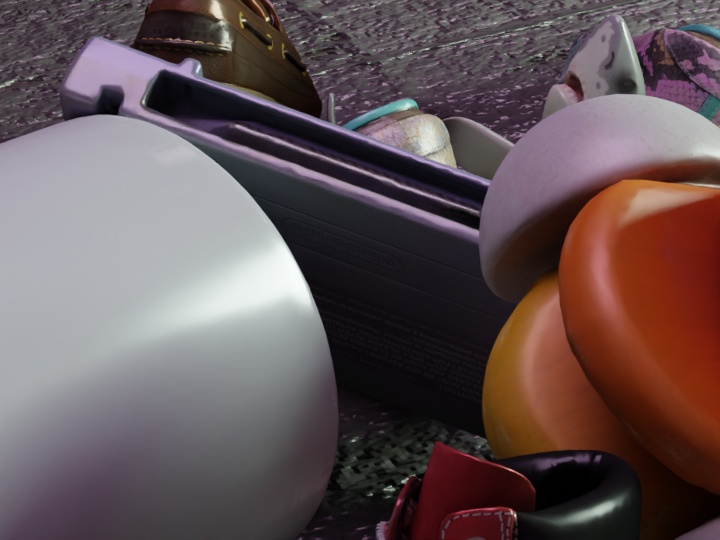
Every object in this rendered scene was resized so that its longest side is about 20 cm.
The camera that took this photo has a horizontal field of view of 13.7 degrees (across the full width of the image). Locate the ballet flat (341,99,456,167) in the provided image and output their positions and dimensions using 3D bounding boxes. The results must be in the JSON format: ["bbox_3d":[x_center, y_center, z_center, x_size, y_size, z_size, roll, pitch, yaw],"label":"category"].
[{"bbox_3d":[0.000,0.000,1.096,0.068,0.067,0.200,-27,-9,-13],"label":"ballet flat"}]

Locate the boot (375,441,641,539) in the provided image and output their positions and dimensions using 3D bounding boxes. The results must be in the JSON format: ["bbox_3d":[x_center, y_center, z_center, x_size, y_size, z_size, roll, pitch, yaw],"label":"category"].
[{"bbox_3d":[-0.001,0.122,0.716,0.072,0.144,0.200,16,33,42],"label":"boot"}]

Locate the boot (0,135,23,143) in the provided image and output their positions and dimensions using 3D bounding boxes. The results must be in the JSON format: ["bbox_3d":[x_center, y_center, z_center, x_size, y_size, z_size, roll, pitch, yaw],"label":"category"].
[{"bbox_3d":[-0.123,-0.016,1.213,0.174,0.069,0.200,7,16,33],"label":"boot"}]

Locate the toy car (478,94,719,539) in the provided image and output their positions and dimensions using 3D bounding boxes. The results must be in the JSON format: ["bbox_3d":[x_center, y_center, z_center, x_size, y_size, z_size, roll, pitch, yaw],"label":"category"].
[{"bbox_3d":[0.137,0.009,0.823,0.200,0.150,0.175,-12,64,-20],"label":"toy car"}]

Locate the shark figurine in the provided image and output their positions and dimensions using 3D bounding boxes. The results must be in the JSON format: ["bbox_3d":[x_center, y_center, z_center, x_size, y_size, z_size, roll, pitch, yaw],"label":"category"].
[{"bbox_3d":[0.066,-0.018,1.149,0.089,0.128,0.214,-4,-4,-28],"label":"shark figurine"}]

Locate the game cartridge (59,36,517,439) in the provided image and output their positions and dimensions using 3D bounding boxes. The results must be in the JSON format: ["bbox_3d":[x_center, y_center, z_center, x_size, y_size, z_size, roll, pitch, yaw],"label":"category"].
[{"bbox_3d":[0.001,-0.002,0.984,0.200,0.130,0.038,20,66,14],"label":"game cartridge"}]

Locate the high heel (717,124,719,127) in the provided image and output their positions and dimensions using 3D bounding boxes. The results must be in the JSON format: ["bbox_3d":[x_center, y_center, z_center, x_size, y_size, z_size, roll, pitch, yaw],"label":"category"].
[{"bbox_3d":[0.194,-0.020,1.090,0.143,0.071,0.200,6,16,45],"label":"high heel"}]

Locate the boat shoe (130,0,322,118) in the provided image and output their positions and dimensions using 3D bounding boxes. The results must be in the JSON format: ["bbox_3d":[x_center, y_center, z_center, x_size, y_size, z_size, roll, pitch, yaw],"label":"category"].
[{"bbox_3d":[-0.054,-0.090,1.291,0.072,0.068,0.200,5,1,8],"label":"boat shoe"}]

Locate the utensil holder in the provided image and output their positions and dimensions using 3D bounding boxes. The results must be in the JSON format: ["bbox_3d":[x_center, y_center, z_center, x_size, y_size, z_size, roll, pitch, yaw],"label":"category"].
[{"bbox_3d":[-0.130,0.054,0.897,0.170,0.170,0.200,12,28,40],"label":"utensil holder"}]

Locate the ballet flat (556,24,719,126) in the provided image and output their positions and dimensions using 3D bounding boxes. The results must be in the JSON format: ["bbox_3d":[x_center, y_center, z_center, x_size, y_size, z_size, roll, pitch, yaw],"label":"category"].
[{"bbox_3d":[0.111,-0.061,1.222,0.071,0.069,0.200,-52,8,-3],"label":"ballet flat"}]
